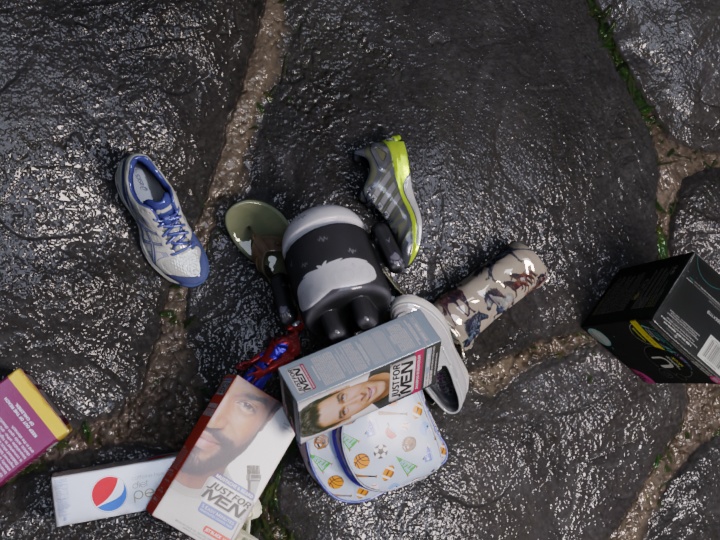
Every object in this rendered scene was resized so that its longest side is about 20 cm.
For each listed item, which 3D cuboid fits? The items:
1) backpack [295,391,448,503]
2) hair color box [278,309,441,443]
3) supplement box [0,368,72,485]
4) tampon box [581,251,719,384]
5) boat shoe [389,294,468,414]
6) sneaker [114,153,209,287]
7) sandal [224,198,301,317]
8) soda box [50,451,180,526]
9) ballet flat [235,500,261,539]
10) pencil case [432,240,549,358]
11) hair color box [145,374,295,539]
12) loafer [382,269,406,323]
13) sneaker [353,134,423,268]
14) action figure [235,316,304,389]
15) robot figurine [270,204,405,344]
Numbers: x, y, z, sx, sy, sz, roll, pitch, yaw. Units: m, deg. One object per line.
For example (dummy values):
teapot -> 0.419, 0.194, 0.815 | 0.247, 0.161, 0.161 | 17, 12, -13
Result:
backpack -> 0.011, 0.228, 1.290 | 0.190, 0.154, 0.201 | -23, 93, -8
hair color box -> 0.000, 0.133, 1.178 | 0.199, 0.099, 0.061 | -21, 53, -17
supplement box -> -0.467, 0.221, 1.150 | 0.200, 0.131, 0.103 | -39, 94, -18
tampon box -> 0.466, 0.078, 1.413 | 0.150, 0.200, 0.126 | 40, 75, -8
boat shoe -> 0.097, 0.124, 1.328 | 0.072, 0.069, 0.201 | -13, 124, 18
sneaker -> -0.270, -0.066, 1.266 | 0.075, 0.088, 0.200 | -34, 95, -20
sandal -> -0.113, -0.017, 1.315 | 0.080, 0.057, 0.201 | -36, 97, 0
soda box -> -0.299, 0.281, 1.225 | 0.199, 0.068, 0.064 | -6, 85, -17
ballet flat -> -0.162, 0.345, 1.256 | 0.069, 0.069, 0.201 | 4, 85, -16
pencil case -> 0.194, 0.038, 1.400 | 0.200, 0.078, 0.090 | -37, 109, -17
hair color box -> -0.173, 0.247, 1.200 | 0.111, 0.064, 0.201 | 34, 72, -15
loafer -> 0.000, 0.000, 1.349 | 0.200, 0.070, 0.075 | 39, 74, -9
sneaker -> 0.039, -0.098, 1.379 | 0.081, 0.074, 0.201 | -10, 79, -11
action figure -> -0.141, 0.143, 1.292 | 0.052, 0.065, 0.200 | 47, 73, -24
robot figurine -> -0.031, 0.008, 1.237 | 0.150, 0.125, 0.201 | -4, 55, -25
